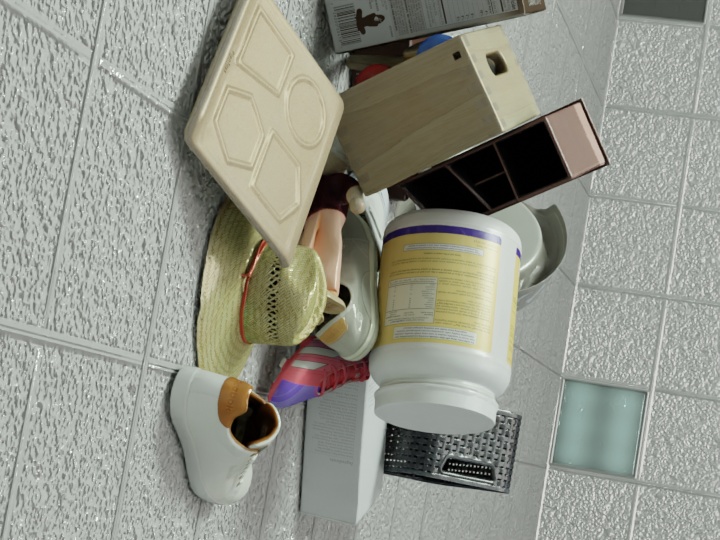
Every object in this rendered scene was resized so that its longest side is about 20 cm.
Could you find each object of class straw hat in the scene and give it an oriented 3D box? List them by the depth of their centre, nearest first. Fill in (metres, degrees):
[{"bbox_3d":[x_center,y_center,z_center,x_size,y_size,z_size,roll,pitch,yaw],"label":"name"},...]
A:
[{"bbox_3d":[-0.076,0.021,1.557,0.201,0.084,0.203,8,90,-74],"label":"straw hat"}]

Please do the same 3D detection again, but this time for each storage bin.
[{"bbox_3d":[0.084,0.200,1.996,0.200,0.134,0.094,-9,-111,64],"label":"storage bin"}]

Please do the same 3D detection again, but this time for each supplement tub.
[{"bbox_3d":[0.085,0.053,1.721,0.145,0.144,0.201,59,36,-67],"label":"supplement tub"}]

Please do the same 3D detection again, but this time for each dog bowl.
[{"bbox_3d":[0.133,-0.030,1.934,0.059,0.199,0.201,98,11,-48],"label":"dog bowl"}]

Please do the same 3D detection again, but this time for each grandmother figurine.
[{"bbox_3d":[-0.036,-0.052,1.680,0.060,0.121,0.201,29,53,-37],"label":"grandmother figurine"}]

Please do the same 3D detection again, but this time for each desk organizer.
[{"bbox_3d":[0.140,-0.097,1.704,0.077,0.199,0.072,-25,92,-51],"label":"desk organizer"}]

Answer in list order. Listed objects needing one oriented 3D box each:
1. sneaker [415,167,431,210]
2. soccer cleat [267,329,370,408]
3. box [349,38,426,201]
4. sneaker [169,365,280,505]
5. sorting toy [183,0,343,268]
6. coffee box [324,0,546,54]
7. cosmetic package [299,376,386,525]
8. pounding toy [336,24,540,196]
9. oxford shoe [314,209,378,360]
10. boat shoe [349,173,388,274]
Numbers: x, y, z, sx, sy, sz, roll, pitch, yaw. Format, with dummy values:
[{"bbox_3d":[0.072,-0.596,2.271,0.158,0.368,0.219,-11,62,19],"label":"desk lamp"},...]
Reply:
[{"bbox_3d":[0.092,-0.141,1.884,0.080,0.070,0.201,57,39,-45],"label":"sneaker"},{"bbox_3d":[-0.020,0.092,1.742,0.200,0.076,0.067,-37,161,-51],"label":"soccer cleat"},{"bbox_3d":[0.035,-0.189,1.885,0.100,0.074,0.201,-51,147,-61],"label":"box"},{"bbox_3d":[-0.109,0.158,1.515,0.200,0.084,0.073,76,25,-58],"label":"sneaker"},{"bbox_3d":[-0.085,-0.131,1.484,0.200,0.036,0.186,57,41,-46],"label":"sorting toy"},{"bbox_3d":[0.075,-0.278,1.717,0.114,0.199,0.080,-36,115,-70],"label":"coffee box"},{"bbox_3d":[-0.015,0.167,1.886,0.102,0.074,0.201,-36,134,-67],"label":"cosmetic package"},{"bbox_3d":[0.059,-0.177,1.700,0.143,0.183,0.200,65,22,-3],"label":"pounding toy"},{"bbox_3d":[-0.022,0.004,1.728,0.058,0.075,0.201,28,36,-30],"label":"oxford shoe"},{"bbox_3d":[0.004,0.000,1.866,0.086,0.074,0.203,-60,151,-54],"label":"boat shoe"}]
